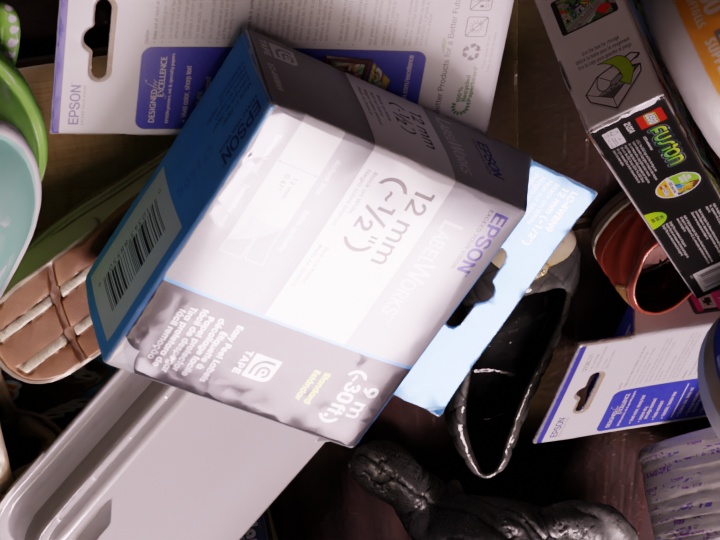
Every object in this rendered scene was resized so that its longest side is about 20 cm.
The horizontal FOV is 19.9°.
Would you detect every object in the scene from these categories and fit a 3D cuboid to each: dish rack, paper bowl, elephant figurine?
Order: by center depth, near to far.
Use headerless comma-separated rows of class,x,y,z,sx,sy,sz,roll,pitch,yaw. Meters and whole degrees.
dish rack,-0.080,0.095,1.055,0.200,0.043,0.172,-49,148,-2
paper bowl,0.267,0.135,1.192,0.199,0.105,0.201,-9,171,-1
elephant figurine,0.095,0.187,1.222,0.154,0.142,0.200,-15,146,6

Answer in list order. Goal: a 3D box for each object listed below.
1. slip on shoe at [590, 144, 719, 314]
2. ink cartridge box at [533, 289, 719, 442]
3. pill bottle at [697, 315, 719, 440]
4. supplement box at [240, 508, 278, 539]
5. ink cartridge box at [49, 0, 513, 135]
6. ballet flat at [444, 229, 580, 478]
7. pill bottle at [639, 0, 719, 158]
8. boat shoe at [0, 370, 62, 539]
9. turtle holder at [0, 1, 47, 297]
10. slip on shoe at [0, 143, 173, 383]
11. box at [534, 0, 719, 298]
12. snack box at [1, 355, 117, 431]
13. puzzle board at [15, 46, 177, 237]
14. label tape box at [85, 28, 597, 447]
slip on shoe,0.199,-0.046,1.028,0.074,0.062,0.200,25,127,-38
ink cartridge box,0.193,0.045,1.140,0.198,0.037,0.095,-9,145,-21
pill bottle,0.242,0.009,0.899,0.115,0.116,0.200,6,141,-24
supplement box,-0.134,0.232,1.226,0.198,0.135,0.200,-13,144,-3
ink cartridge box,-0.033,-0.105,0.878,0.198,0.037,0.095,-2,126,-18
ballet flat,0.085,0.038,1.106,0.066,0.057,0.201,-5,143,-9
pill bottle,0.228,-0.130,0.879,0.199,0.117,0.116,-28,141,19
boat shoe,-0.180,0.104,1.036,0.064,0.073,0.201,-14,139,4
turtle holder,-0.209,-0.021,0.854,0.140,0.133,0.186,20,137,-21
slip on shoe,-0.087,-0.020,0.951,0.199,0.061,0.076,-34,115,-2
box,0.122,-0.073,0.898,0.035,0.111,0.200,-24,154,12
snack box,-0.224,0.061,1.053,0.198,0.037,0.117,-2,142,-15
puzzle board,-0.092,-0.056,0.960,0.198,0.017,0.151,-10,142,-6
label tape box,0.000,0.000,0.906,0.199,0.066,0.144,22,116,-28
